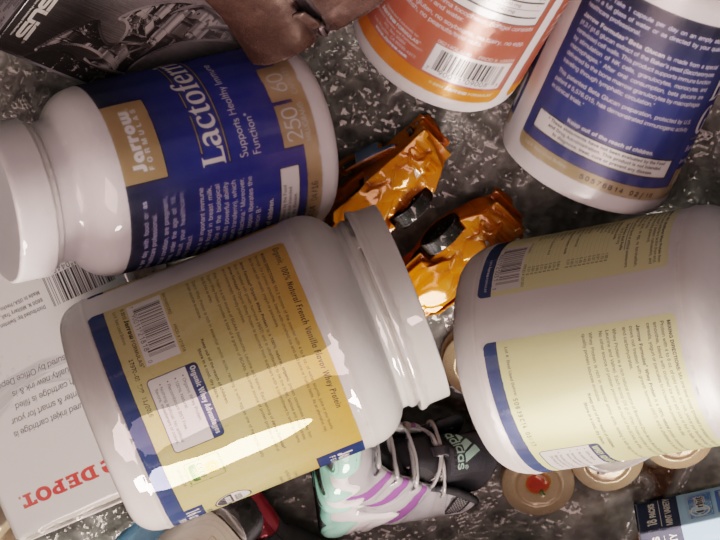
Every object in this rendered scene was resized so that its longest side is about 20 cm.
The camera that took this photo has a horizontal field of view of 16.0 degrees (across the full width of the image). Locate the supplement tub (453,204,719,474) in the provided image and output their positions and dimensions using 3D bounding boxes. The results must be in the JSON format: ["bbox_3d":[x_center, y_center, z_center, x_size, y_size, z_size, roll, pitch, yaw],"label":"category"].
[{"bbox_3d":[0.171,0.040,1.551,0.200,0.145,0.145,-11,115,24],"label":"supplement tub"}]

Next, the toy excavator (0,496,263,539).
[{"bbox_3d":[-0.154,0.208,1.688,0.195,0.100,0.200,50,134,-10],"label":"toy excavator"}]

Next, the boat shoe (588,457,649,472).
[{"bbox_3d":[0.213,0.066,1.641,0.200,0.070,0.071,-41,108,17],"label":"boat shoe"}]

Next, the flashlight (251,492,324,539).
[{"bbox_3d":[-0.076,0.155,1.708,0.068,0.068,0.200,-29,112,13],"label":"flashlight"}]

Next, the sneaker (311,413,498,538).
[{"bbox_3d":[0.037,0.116,1.644,0.140,0.200,0.078,-8,77,-2],"label":"sneaker"}]

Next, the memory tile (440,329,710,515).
[{"bbox_3d":[0.167,0.075,1.694,0.200,0.017,0.153,-21,113,10],"label":"memory tile"}]

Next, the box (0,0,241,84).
[{"bbox_3d":[-0.111,-0.195,1.517,0.158,0.048,0.200,22,118,-45],"label":"box"}]

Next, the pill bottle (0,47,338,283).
[{"bbox_3d":[-0.123,-0.061,1.520,0.200,0.116,0.116,-15,117,-22],"label":"pill bottle"}]

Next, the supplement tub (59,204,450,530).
[{"bbox_3d":[-0.061,0.053,1.498,0.200,0.144,0.145,-21,113,-2],"label":"supplement tub"}]

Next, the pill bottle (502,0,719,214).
[{"bbox_3d":[0.172,-0.144,1.542,0.111,0.111,0.200,20,114,-8],"label":"pill bottle"}]

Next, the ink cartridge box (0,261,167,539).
[{"bbox_3d":[-0.184,0.050,1.619,0.144,0.084,0.200,-23,90,12],"label":"ink cartridge box"}]

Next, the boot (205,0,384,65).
[{"bbox_3d":[-0.026,-0.217,1.441,0.200,0.072,0.166,-29,131,16],"label":"boot"}]

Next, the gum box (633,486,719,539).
[{"bbox_3d":[0.301,0.219,1.742,0.200,0.045,0.170,-14,114,6],"label":"gum box"}]

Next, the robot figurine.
[{"bbox_3d":[0.000,0.000,1.641,0.200,0.058,0.145,-40,108,17],"label":"robot figurine"}]

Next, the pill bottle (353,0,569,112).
[{"bbox_3d":[0.082,-0.198,1.492,0.112,0.112,0.200,23,130,-9],"label":"pill bottle"}]
